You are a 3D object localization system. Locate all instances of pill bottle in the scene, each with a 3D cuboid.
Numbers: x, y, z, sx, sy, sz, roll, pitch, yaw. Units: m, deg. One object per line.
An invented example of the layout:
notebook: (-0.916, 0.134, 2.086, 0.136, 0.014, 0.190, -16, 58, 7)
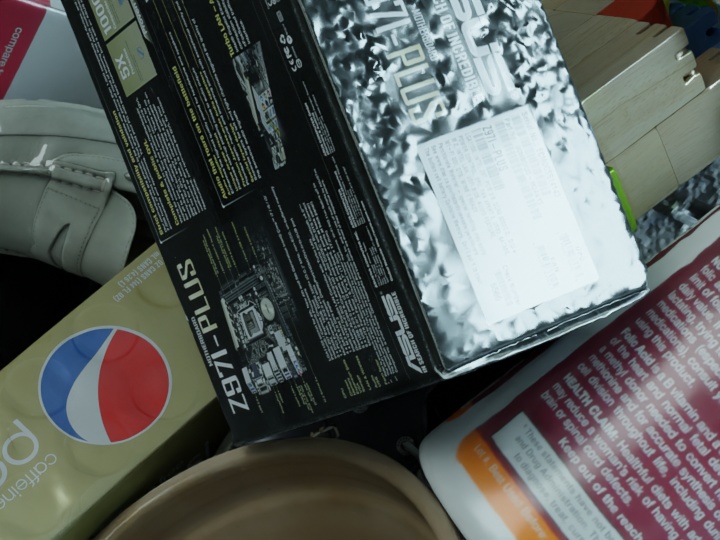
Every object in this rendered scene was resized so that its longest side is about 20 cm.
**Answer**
pill bottle: (0.129, 0.043, 0.790, 0.200, 0.114, 0.114, -38, 40, 3)

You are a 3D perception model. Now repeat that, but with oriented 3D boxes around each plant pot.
plant pot: (-0.028, 0.166, 0.812, 0.200, 0.093, 0.201, -21, 45, 22)

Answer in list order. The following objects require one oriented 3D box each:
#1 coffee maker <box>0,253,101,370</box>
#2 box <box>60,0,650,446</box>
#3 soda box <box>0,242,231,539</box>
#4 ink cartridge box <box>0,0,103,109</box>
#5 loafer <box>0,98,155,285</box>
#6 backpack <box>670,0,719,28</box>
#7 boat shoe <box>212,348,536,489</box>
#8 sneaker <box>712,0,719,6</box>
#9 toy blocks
coffee maker: (-0.170, 0.054, 1.018, 0.192, 0.135, 0.200, 8, 55, 5)
box: (-0.012, -0.056, 0.789, 0.086, 0.200, 0.164, -21, -2, -29)
soda box: (-0.118, 0.079, 0.882, 0.068, 0.064, 0.200, 41, 66, 20)
ink cartridge box: (-0.120, -0.105, 1.045, 0.083, 0.200, 0.145, -59, 34, 24)
loafer: (-0.105, -0.026, 0.959, 0.199, 0.070, 0.070, -1, 56, -6)
backpack: (0.159, -0.198, 0.963, 0.183, 0.147, 0.200, -18, 50, 29)
boat shoe: (0.020, 0.059, 0.892, 0.200, 0.073, 0.063, -39, 37, -6)
sneaker: (0.104, -0.146, 0.862, 0.075, 0.081, 0.200, -14, 50, -30)
toy blocks: (0.076, -0.072, 0.883, 0.137, 0.100, 0.200, -36, 27, -22)
